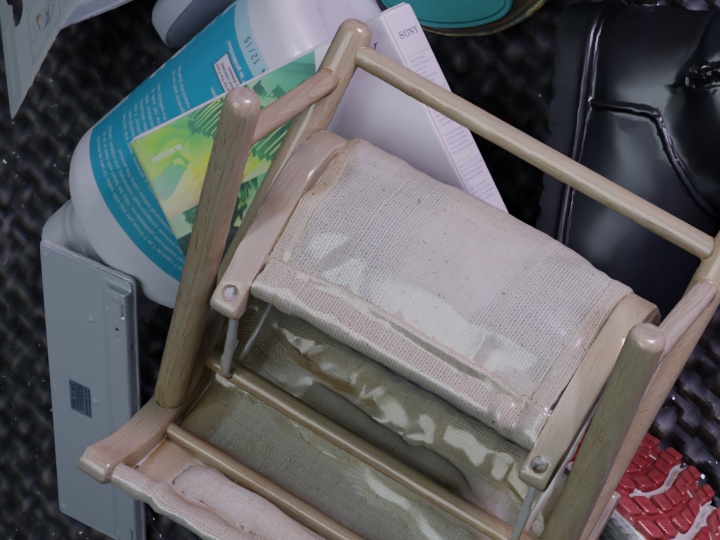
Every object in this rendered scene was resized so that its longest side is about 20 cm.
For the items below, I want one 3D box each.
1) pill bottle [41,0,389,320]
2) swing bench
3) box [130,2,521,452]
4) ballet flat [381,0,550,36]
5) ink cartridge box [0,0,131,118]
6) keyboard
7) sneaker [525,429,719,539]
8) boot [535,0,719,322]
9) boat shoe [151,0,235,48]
[{"bbox_3d":[-0.066,-0.054,1.177,0.200,0.111,0.111,-37,76,27],"label":"pill bottle"},{"bbox_3d":[0.020,0.038,0.997,0.199,0.130,0.200,31,119,13],"label":"swing bench"},{"bbox_3d":[0.000,0.000,1.081,0.144,0.036,0.200,-25,92,27],"label":"box"},{"bbox_3d":[0.084,-0.150,1.100,0.200,0.071,0.071,-11,89,56],"label":"ballet flat"},{"bbox_3d":[-0.124,-0.191,1.204,0.200,0.047,0.160,-52,36,40],"label":"ink cartridge box"},{"bbox_3d":[-0.135,0.067,1.228,0.056,0.011,0.200,28,139,24],"label":"keyboard"},{"bbox_3d":[0.088,0.104,1.129,0.200,0.078,0.082,33,114,34],"label":"sneaker"},{"bbox_3d":[0.166,-0.027,1.061,0.168,0.076,0.200,3,90,34],"label":"boot"},{"bbox_3d":[-0.040,-0.195,1.170,0.199,0.074,0.068,-47,70,23],"label":"boat shoe"}]
